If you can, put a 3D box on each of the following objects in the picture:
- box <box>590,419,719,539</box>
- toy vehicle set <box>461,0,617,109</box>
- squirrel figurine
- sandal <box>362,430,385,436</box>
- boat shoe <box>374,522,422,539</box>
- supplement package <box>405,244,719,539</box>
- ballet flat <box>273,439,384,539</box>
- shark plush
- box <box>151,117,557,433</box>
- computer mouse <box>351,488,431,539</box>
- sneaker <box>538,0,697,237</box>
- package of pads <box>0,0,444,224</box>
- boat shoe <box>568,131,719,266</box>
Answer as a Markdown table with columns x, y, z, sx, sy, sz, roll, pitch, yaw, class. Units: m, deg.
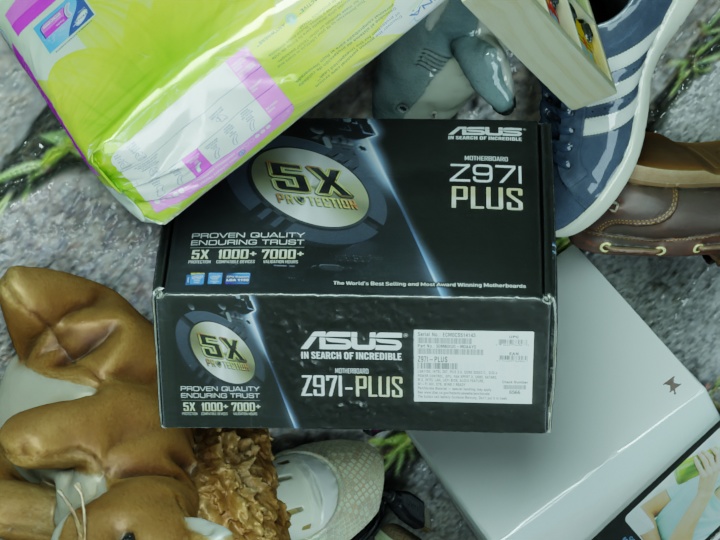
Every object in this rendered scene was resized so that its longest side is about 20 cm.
| x | y | z | sx | sy | sz | roll | pitch | yaw | class |
| --- | --- | --- | --- | --- | --- | --- | --- | --- | --- |
| 0.223 | 0.145 | 1.610 | 0.200 | 0.060 | 0.117 | -43 | 135 | 4 | box |
| 0.073 | -0.163 | 1.391 | 0.026 | 0.125 | 0.200 | -20 | 163 | 14 | toy vehicle set |
| -0.108 | 0.116 | 1.508 | 0.199 | 0.187 | 0.142 | 11 | 118 | -37 | squirrel figurine |
| 0.022 | 0.066 | 1.557 | 0.075 | 0.200 | 0.048 | -8 | 89 | -23 | sandal |
| 0.067 | 0.241 | 1.701 | 0.076 | 0.072 | 0.200 | -44 | 98 | 3 | boat shoe |
| 0.138 | 0.125 | 1.690 | 0.151 | 0.151 | 0.200 | -36 | 135 | -2 | supplement package |
| -0.070 | 0.147 | 1.634 | 0.199 | 0.068 | 0.062 | -21 | 169 | -15 | ballet flat |
| 0.032 | -0.154 | 1.466 | 0.083 | 0.091 | 0.201 | -4 | 139 | 10 | shark plush |
| 0.000 | 0.000 | 1.446 | 0.199 | 0.164 | 0.087 | 1 | 125 | 2 | box |
| 0.005 | 0.208 | 1.759 | 0.141 | 0.046 | 0.200 | -57 | 140 | -8 | computer mouse |
| 0.117 | -0.114 | 1.543 | 0.084 | 0.075 | 0.201 | 6 | 111 | -38 | sneaker |
| -0.065 | -0.131 | 1.359 | 0.200 | 0.155 | 0.068 | -39 | 134 | 1 | package of pads |
| 0.211 | -0.038 | 1.662 | 0.199 | 0.070 | 0.071 | 5 | 115 | -24 | boat shoe |
